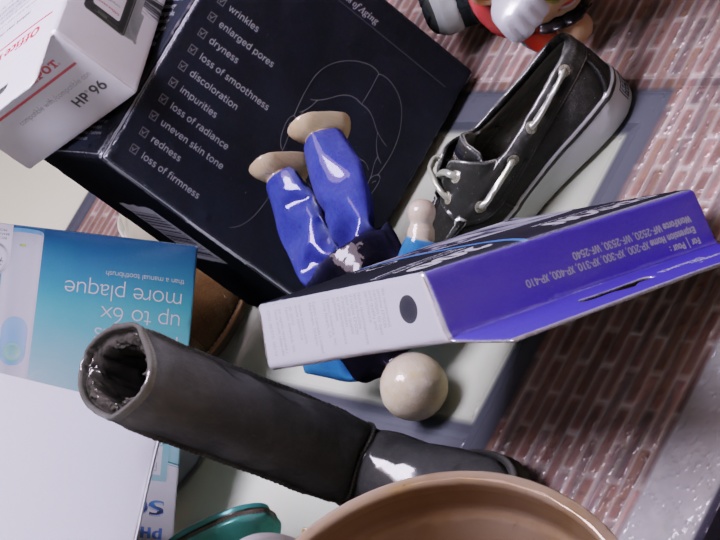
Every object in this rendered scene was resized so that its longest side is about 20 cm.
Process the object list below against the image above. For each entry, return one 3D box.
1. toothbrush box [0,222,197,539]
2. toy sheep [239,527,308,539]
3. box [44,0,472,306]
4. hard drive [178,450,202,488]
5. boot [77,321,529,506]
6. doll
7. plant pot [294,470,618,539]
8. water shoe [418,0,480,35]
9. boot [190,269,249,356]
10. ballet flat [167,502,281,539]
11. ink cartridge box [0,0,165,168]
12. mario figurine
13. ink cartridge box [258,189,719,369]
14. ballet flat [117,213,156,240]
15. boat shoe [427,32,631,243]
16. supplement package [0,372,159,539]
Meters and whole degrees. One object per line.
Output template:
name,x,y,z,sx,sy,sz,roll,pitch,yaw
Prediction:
toothbrush box,-0.185,0.081,1.381,0.085,0.146,0.201,126,150,-72
toy sheep,-0.067,0.212,1.156,0.200,0.138,0.138,-41,30,31
box,-0.069,-0.104,1.428,0.197,0.200,0.124,-59,28,-11
hard drive,-0.180,0.125,1.523,0.132,0.027,0.200,-49,28,7
boot,-0.032,0.087,1.163,0.182,0.200,0.073,-3,59,55
doll,0.000,0.000,1.295,0.136,0.048,0.200,-43,57,32
plant pot,0.044,0.200,1.006,0.200,0.093,0.201,-11,50,13
water shoe,0.078,-0.228,1.509,0.079,0.072,0.200,-14,39,11
boot,-0.149,0.044,1.481,0.074,0.076,0.200,7,46,50
ballet flat,-0.114,0.205,1.314,0.200,0.067,0.071,-31,60,35
ink cartridge box,-0.184,-0.145,1.363,0.116,0.068,0.200,-30,35,40
mario figurine,0.131,-0.176,1.311,0.200,0.123,0.106,137,134,-74
ink cartridge box,0.080,0.001,1.137,0.198,0.044,0.200,-18,6,-38
ballet flat,-0.153,-0.037,1.636,0.070,0.069,0.200,-49,27,7
boat shoe,0.072,-0.055,1.308,0.200,0.064,0.071,-50,29,7
supplement package,-0.206,0.167,1.210,0.200,0.155,0.111,-81,8,-45
